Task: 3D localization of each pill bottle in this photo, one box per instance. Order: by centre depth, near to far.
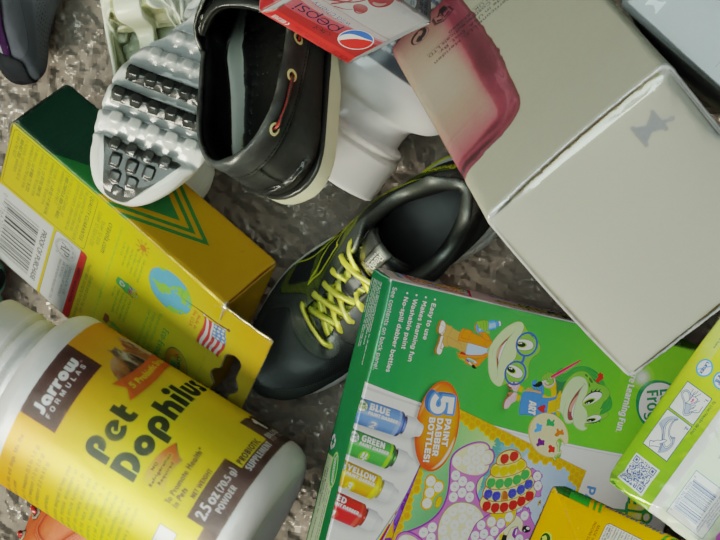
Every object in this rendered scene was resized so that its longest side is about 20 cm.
[{"bbox_3d":[0.028,-0.147,1.024,0.119,0.120,0.201,37,99,10],"label":"pill bottle"},{"bbox_3d":[-0.138,0.100,1.028,0.199,0.109,0.110,30,98,9],"label":"pill bottle"}]

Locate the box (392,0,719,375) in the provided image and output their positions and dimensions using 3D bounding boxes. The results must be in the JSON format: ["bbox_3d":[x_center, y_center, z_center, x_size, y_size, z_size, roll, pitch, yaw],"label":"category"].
[{"bbox_3d":[0.111,-0.066,0.901,0.109,0.200,0.128,-39,120,10],"label":"box"}]

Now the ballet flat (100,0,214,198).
[{"bbox_3d":[-0.127,-0.136,1.091,0.069,0.069,0.202,-8,89,14],"label":"ballet flat"}]

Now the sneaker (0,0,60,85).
[{"bbox_3d":[-0.193,-0.218,1.104,0.087,0.074,0.202,-5,90,8],"label":"sneaker"}]

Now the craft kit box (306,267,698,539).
[{"bbox_3d":[0.079,0.118,1.015,0.196,0.048,0.202,12,95,-17],"label":"craft kit box"}]

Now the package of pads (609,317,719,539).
[{"bbox_3d":[0.216,0.071,0.936,0.068,0.200,0.155,36,94,22],"label":"package of pads"}]

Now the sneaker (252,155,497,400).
[{"bbox_3d":[0.000,0.000,1.052,0.200,0.085,0.075,-44,81,11],"label":"sneaker"}]

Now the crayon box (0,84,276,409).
[{"bbox_3d":[-0.128,0.000,1.067,0.200,0.051,0.127,41,142,10],"label":"crayon box"}]

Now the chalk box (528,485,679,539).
[{"bbox_3d":[0.179,0.217,0.966,0.124,0.199,0.125,21,85,52],"label":"chalk box"}]

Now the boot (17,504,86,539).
[{"bbox_3d":[-0.182,0.164,1.113,0.199,0.075,0.108,-24,82,5],"label":"boot"}]

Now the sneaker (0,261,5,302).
[{"bbox_3d":[-0.322,0.044,1.137,0.140,0.078,0.201,36,99,10],"label":"sneaker"}]

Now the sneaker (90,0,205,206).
[{"bbox_3d":[-0.089,-0.114,1.042,0.075,0.081,0.201,27,68,7],"label":"sneaker"}]

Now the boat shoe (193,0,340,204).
[{"bbox_3d":[-0.051,-0.138,0.966,0.073,0.063,0.203,-17,63,35],"label":"boat shoe"}]

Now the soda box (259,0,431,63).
[{"bbox_3d":[-0.004,-0.217,0.949,0.063,0.070,0.201,-22,55,40],"label":"soda box"}]

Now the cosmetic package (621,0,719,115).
[{"bbox_3d":[0.208,-0.137,0.938,0.090,0.200,0.107,43,101,9],"label":"cosmetic package"}]
